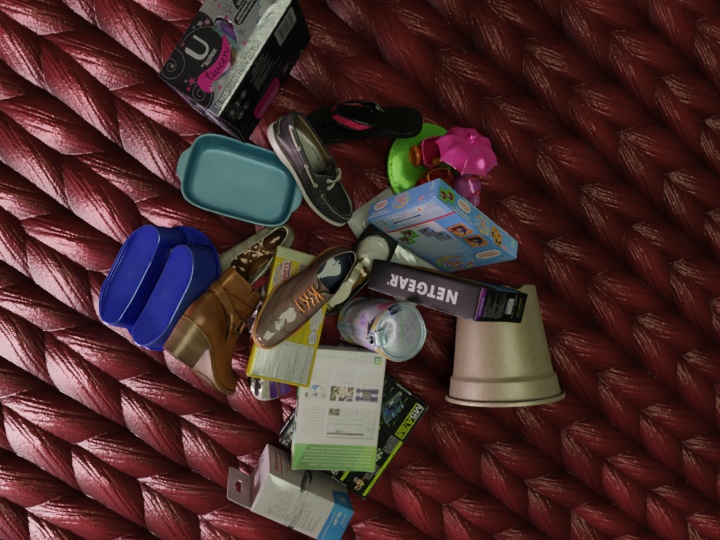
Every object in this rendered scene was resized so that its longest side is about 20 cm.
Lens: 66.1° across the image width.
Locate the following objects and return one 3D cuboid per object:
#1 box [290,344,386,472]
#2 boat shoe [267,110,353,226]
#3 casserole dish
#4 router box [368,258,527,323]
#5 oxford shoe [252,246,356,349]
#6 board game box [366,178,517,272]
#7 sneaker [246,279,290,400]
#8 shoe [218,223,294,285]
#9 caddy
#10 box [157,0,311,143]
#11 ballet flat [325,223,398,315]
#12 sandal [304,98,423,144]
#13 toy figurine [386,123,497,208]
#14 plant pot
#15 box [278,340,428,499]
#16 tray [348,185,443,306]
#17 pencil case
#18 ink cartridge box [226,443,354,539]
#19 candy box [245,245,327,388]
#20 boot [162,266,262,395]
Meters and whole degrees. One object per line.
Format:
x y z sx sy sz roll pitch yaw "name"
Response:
-0.037 0.229 0.919 0.141 0.036 0.205 6 92 -11 "box"
-0.066 -0.160 0.882 0.202 0.060 0.074 56 42 -20 "boat shoe"
-0.190 -0.139 0.882 0.196 0.039 0.124 15 79 -13 "casserole dish"
0.132 0.031 0.845 0.148 0.198 0.052 8 96 -49 "router box"
-0.083 0.035 0.824 0.071 0.073 0.201 45 74 -12 "oxford shoe"
0.130 -0.062 0.877 0.198 0.150 0.037 32 62 -33 "board game box"
-0.140 0.111 0.923 0.082 0.080 0.205 3 95 -36 "sneaker"
-0.191 -0.010 0.898 0.199 0.053 0.070 -40 102 -5 "shoe"
-0.303 0.026 0.855 0.140 0.105 0.203 28 91 12 "caddy"
-0.180 -0.318 0.815 0.114 0.132 0.202 32 89 6 "box"
0.000 0.000 0.914 0.068 0.068 0.201 37 97 -10 "ballet flat"
0.001 -0.245 0.883 0.195 0.045 0.077 0 64 9 "sandal"
0.143 -0.145 0.875 0.147 0.184 0.204 -13 97 -15 "toy figurine"
0.236 0.120 0.941 0.196 0.200 0.188 -3 85 -11 "plant pot"
-0.012 0.261 0.967 0.192 0.047 0.202 36 88 -15 "box"
0.070 -0.036 0.963 0.106 0.022 0.202 -34 101 -7 "tray"
0.028 0.089 0.878 0.090 0.200 0.084 -28 99 -16 "pencil case"
-0.117 0.362 0.920 0.198 0.116 0.069 29 90 -13 "ink cartridge box"
-0.107 0.073 0.866 0.100 0.026 0.204 16 81 -19 "candy box"
-0.205 0.101 0.869 0.073 0.201 0.156 25 68 23 "boot"
